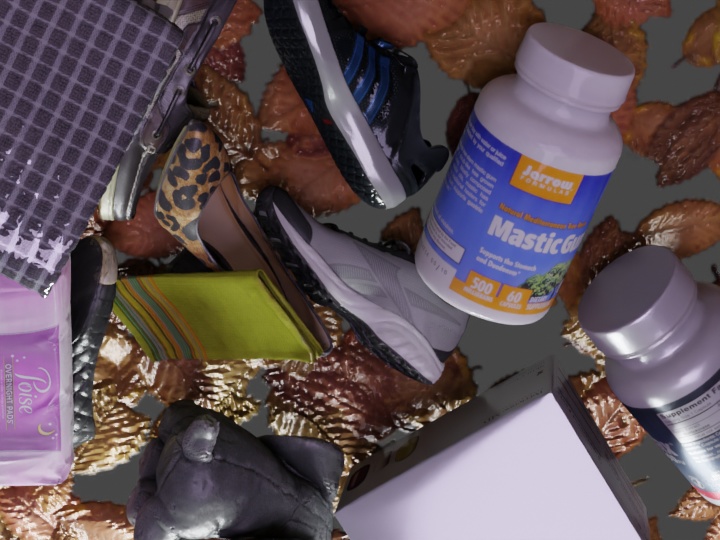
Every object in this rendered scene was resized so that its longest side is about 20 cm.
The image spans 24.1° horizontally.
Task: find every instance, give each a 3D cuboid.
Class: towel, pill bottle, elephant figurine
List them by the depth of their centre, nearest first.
[{"bbox_3d":[-0.217,-0.107,1.034,0.165,0.086,0.201,27,85,-12],"label":"towel"},{"bbox_3d":[0.122,-0.071,1.218,0.111,0.112,0.201,15,118,-13],"label":"pill bottle"},{"bbox_3d":[-0.116,0.035,1.241,0.199,0.018,0.086,-3,133,48],"label":"towel"},{"bbox_3d":[0.260,0.079,1.310,0.119,0.120,0.200,-36,115,15],"label":"pill bottle"},{"bbox_3d":[-0.073,0.185,1.341,0.199,0.155,0.142,23,101,-16],"label":"elephant figurine"}]

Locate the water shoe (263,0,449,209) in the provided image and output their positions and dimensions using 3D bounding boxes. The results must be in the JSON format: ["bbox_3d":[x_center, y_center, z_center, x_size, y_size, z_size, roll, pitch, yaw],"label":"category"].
[{"bbox_3d":[-0.003,-0.143,1.206,0.079,0.071,0.201,-34,119,-17],"label":"water shoe"}]

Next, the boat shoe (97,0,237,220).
[{"bbox_3d":[-0.138,-0.119,1.193,0.064,0.073,0.201,16,117,-8],"label":"boat shoe"}]

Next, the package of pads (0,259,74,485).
[{"bbox_3d":[-0.268,0.061,1.216,0.120,0.076,0.201,-1,123,-10],"label":"package of pads"}]

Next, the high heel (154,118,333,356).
[{"bbox_3d":[-0.074,-0.020,1.205,0.142,0.071,0.200,28,147,15],"label":"high heel"}]

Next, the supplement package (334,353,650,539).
[{"bbox_3d":[0.106,0.191,1.341,0.199,0.111,0.156,-31,98,12],"label":"supplement package"}]

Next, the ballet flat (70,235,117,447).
[{"bbox_3d":[-0.218,0.055,1.303,0.057,0.066,0.201,-8,131,-37],"label":"ballet flat"}]

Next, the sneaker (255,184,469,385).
[{"bbox_3d":[0.000,0.000,1.282,0.200,0.074,0.079,41,79,-18],"label":"sneaker"}]
